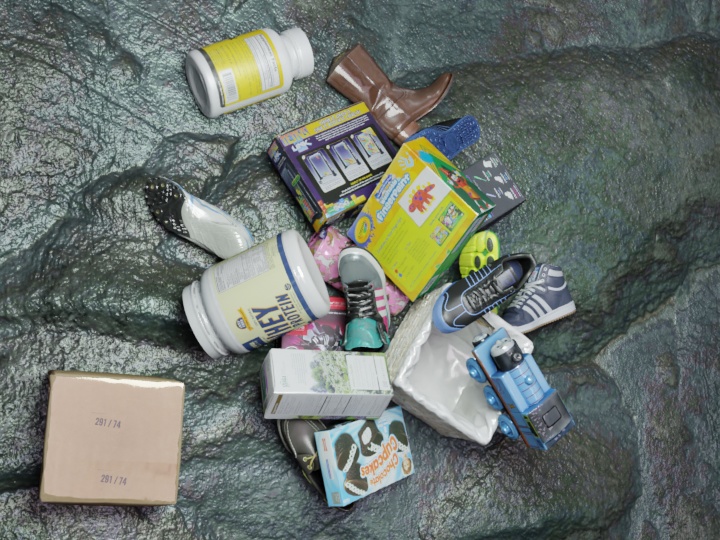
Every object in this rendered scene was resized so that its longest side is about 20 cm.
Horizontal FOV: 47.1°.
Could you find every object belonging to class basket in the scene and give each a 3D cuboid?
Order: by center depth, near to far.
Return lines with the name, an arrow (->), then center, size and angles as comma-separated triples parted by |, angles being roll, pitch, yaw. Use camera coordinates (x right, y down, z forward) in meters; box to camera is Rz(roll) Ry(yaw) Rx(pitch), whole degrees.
basket -> 0.151, 0.159, 1.409 | 0.197, 0.161, 0.202 | 35, 73, -13

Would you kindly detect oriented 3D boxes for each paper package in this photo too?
paper package -> -0.370, 0.250, 1.231 | 0.197, 0.103, 0.194 | 6, 82, -21

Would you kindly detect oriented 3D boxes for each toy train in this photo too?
toy train -> 0.247, 0.185, 1.297 | 0.086, 0.114, 0.202 | -32, 96, -23

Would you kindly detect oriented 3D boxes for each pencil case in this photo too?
pencil case -> 0.000, 0.000, 1.416 | 0.198, 0.083, 0.087 | 29, 114, -15

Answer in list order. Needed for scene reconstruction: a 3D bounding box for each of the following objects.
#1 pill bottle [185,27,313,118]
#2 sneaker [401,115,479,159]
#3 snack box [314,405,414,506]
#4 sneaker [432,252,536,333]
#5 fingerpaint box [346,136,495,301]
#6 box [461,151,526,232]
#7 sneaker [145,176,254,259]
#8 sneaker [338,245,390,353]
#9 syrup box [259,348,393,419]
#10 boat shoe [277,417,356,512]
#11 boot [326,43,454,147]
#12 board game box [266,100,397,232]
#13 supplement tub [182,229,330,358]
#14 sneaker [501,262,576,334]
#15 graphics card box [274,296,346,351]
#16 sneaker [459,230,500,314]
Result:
pill bottle -> -0.181, -0.336, 1.374 | 0.198, 0.111, 0.113 | -23, 91, -22
sneaker -> 0.127, -0.219, 1.461 | 0.199, 0.077, 0.071 | -26, 98, -40
snack box -> 0.010, 0.300, 1.352 | 0.199, 0.037, 0.118 | -7, 83, -53
sneaker -> 0.200, 0.029, 1.322 | 0.199, 0.078, 0.071 | -36, 93, -28
fingerpaint box -> 0.095, -0.083, 1.339 | 0.167, 0.201, 0.073 | 44, 36, 15
box -> 0.173, -0.105, 1.466 | 0.198, 0.122, 0.107 | -32, 85, -22
sneaker -> -0.262, -0.082, 1.344 | 0.199, 0.073, 0.072 | 35, 101, -1
sneaker -> 0.001, 0.069, 1.336 | 0.082, 0.202, 0.122 | -7, 41, 13
syrup box -> -0.055, 0.181, 1.305 | 0.197, 0.082, 0.080 | 3, 50, -19
boat shoe -> -0.065, 0.304, 1.335 | 0.071, 0.061, 0.203 | -35, 111, -8
boot -> 0.054, -0.352, 1.496 | 0.199, 0.064, 0.187 | 41, 70, -6
board game box -> -0.034, -0.179, 1.404 | 0.198, 0.057, 0.167 | -27, 79, -32
supplement tub -> -0.161, 0.040, 1.286 | 0.197, 0.145, 0.147 | -25, 92, 5
sneaker -> 0.308, 0.052, 1.529 | 0.197, 0.070, 0.110 | -17, 94, -29
graphics card box -> -0.082, 0.142, 1.382 | 0.123, 0.051, 0.204 | 5, 82, -20
sneaker -> 0.222, -0.002, 1.469 | 0.073, 0.202, 0.084 | 18, 52, 24
